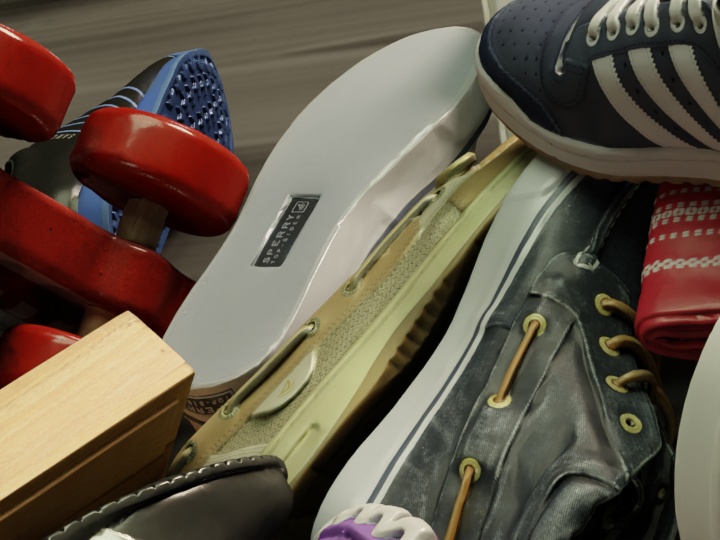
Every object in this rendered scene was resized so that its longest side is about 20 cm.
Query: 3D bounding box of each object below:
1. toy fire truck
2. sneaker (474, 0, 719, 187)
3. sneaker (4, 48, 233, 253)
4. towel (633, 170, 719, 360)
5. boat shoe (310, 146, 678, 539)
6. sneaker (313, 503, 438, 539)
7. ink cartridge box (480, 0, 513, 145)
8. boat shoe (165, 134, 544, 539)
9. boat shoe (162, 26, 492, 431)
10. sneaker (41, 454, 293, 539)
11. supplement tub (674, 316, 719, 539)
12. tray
[{"bbox_3d":[-0.150,-0.014,0.956,0.167,0.199,0.113,0,66,52],"label":"toy fire truck"},{"bbox_3d":[0.105,-0.076,0.769,0.199,0.109,0.070,22,59,40],"label":"sneaker"},{"bbox_3d":[-0.115,-0.046,1.150,0.077,0.071,0.200,-8,19,17],"label":"sneaker"},{"bbox_3d":[0.168,-0.052,0.813,0.144,0.023,0.201,-4,45,22],"label":"towel"},{"bbox_3d":[0.073,0.038,0.809,0.090,0.071,0.201,15,62,38],"label":"boat shoe"},{"bbox_3d":[0.009,0.130,0.673,0.088,0.081,0.200,-28,27,-14],"label":"sneaker"},{"bbox_3d":[0.151,-0.070,0.940,0.198,0.148,0.083,-8,-11,11],"label":"ink cartridge box"},{"bbox_3d":[0.016,0.015,0.868,0.063,0.073,0.201,26,70,38],"label":"boat shoe"},{"bbox_3d":[0.004,0.001,0.952,0.074,0.086,0.203,1,44,34],"label":"boat shoe"},{"bbox_3d":[-0.085,0.122,0.745,0.199,0.089,0.074,-29,-4,-39],"label":"sneaker"},{"bbox_3d":[0.189,0.063,0.630,0.144,0.146,0.199,-28,26,-31],"label":"supplement tub"},{"bbox_3d":[-0.139,0.099,0.796,0.037,0.099,0.200,40,49,20],"label":"tray"}]
